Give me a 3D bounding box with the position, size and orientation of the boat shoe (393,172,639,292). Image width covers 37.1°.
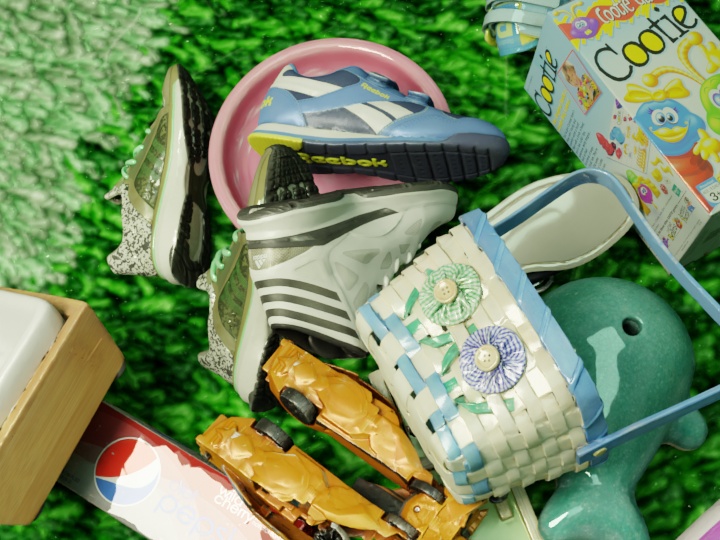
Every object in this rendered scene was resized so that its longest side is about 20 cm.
[{"bbox_3d":[0.118,-0.014,0.828,0.200,0.062,0.075,-31,84,1],"label":"boat shoe"}]

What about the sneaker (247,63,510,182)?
[{"bbox_3d":[0.016,-0.117,0.821,0.200,0.074,0.082,8,69,8],"label":"sneaker"}]

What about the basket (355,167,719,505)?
[{"bbox_3d":[0.115,0.042,0.666,0.200,0.139,0.176,-28,57,-8],"label":"basket"}]

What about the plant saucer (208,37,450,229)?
[{"bbox_3d":[-0.022,-0.093,0.881,0.200,0.051,0.201,-2,70,6],"label":"plant saucer"}]

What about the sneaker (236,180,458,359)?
[{"bbox_3d":[0.000,0.000,0.759,0.076,0.200,0.115,-2,99,44],"label":"sneaker"}]

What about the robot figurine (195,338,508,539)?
[{"bbox_3d":[-0.002,0.138,0.717,0.200,0.058,0.145,33,66,19],"label":"robot figurine"}]

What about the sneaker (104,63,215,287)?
[{"bbox_3d":[-0.172,-0.081,0.885,0.089,0.077,0.200,-4,67,14],"label":"sneaker"}]

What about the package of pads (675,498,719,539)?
[{"bbox_3d":[0.276,0.210,0.725,0.200,0.076,0.121,-39,71,-9],"label":"package of pads"}]

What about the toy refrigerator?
[{"bbox_3d":[0.076,0.158,0.769,0.076,0.070,0.200,-20,69,-1],"label":"toy refrigerator"}]

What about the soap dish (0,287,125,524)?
[{"bbox_3d":[-0.264,0.092,0.771,0.200,0.081,0.157,5,62,52],"label":"soap dish"}]

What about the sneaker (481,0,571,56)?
[{"bbox_3d":[0.117,-0.252,0.868,0.200,0.080,0.131,30,79,-26],"label":"sneaker"}]

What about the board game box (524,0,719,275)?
[{"bbox_3d":[0.232,-0.117,0.828,0.103,0.105,0.200,-28,70,-14],"label":"board game box"}]

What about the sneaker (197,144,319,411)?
[{"bbox_3d":[-0.088,0.003,0.804,0.089,0.077,0.200,15,104,27],"label":"sneaker"}]

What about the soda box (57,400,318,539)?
[{"bbox_3d":[-0.134,0.168,0.790,0.200,0.063,0.070,28,77,14],"label":"soda box"}]

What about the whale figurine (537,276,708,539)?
[{"bbox_3d":[0.170,0.094,0.745,0.159,0.104,0.200,13,57,-2],"label":"whale figurine"}]
